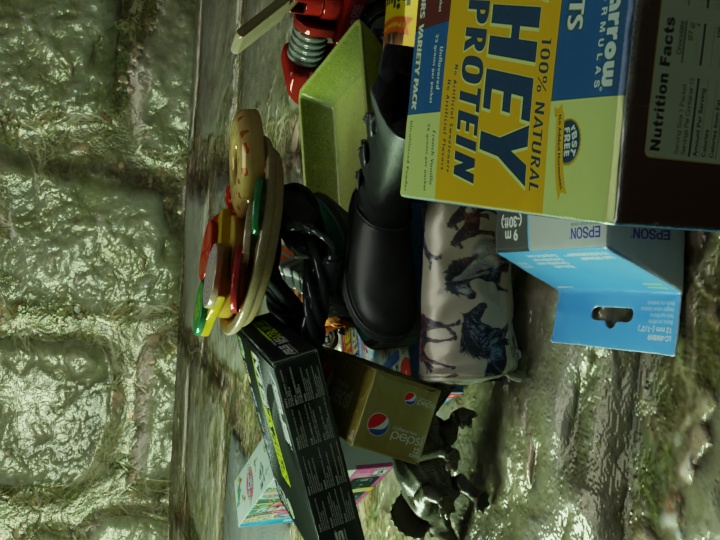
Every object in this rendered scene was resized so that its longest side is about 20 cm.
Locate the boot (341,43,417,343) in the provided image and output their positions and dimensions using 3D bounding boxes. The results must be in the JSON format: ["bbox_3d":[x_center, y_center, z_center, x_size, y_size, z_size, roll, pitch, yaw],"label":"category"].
[{"bbox_3d":[0.029,-0.056,0.708,0.200,0.065,0.166,110,155,-58],"label":"boot"}]

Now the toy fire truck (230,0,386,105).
[{"bbox_3d":[-0.065,-0.271,1.047,0.177,0.198,0.129,114,152,-45],"label":"toy fire truck"}]

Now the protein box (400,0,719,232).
[{"bbox_3d":[0.150,-0.089,0.411,0.198,0.198,0.136,-159,73,-69],"label":"protein box"}]

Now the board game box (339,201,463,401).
[{"bbox_3d":[0.034,0.058,0.938,0.196,0.055,0.202,131,137,-60],"label":"board game box"}]

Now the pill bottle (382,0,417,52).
[{"bbox_3d":[0.075,-0.211,0.780,0.109,0.108,0.202,-163,76,-70],"label":"pill bottle"}]

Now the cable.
[{"bbox_3d":[-0.062,0.001,0.856,0.200,0.050,0.164,-139,42,-60],"label":"cable"}]

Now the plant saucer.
[{"bbox_3d":[-0.010,-0.136,0.948,0.200,0.048,0.202,153,115,-65],"label":"plant saucer"}]

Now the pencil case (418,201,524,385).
[{"bbox_3d":[0.096,-0.004,0.742,0.078,0.089,0.202,21,-109,-81],"label":"pencil case"}]

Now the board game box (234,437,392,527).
[{"bbox_3d":[-0.060,0.246,1.049,0.200,0.146,0.065,122,143,-54],"label":"board game box"}]

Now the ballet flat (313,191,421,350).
[{"bbox_3d":[0.000,0.000,0.850,0.068,0.063,0.201,-61,42,32],"label":"ballet flat"}]

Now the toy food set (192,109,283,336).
[{"bbox_3d":[-0.117,-0.035,0.829,0.200,0.048,0.199,125,150,-51],"label":"toy food set"}]

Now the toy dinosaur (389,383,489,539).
[{"bbox_3d":[0.060,0.170,0.791,0.102,0.077,0.202,-3,98,50],"label":"toy dinosaur"}]

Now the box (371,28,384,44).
[{"bbox_3d":[0.020,-0.153,1.020,0.201,0.046,0.160,112,152,-44],"label":"box"}]

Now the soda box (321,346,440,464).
[{"bbox_3d":[0.002,0.119,0.810,0.200,0.064,0.068,-176,104,-73],"label":"soda box"}]

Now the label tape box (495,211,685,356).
[{"bbox_3d":[0.153,-0.047,0.602,0.143,0.066,0.202,179,95,-71],"label":"label tape box"}]

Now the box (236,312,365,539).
[{"bbox_3d":[-0.059,0.152,0.807,0.193,0.047,0.202,-153,49,-72],"label":"box"}]

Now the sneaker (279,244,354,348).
[{"bbox_3d":[-0.029,0.045,0.946,0.200,0.077,0.113,30,138,54],"label":"sneaker"}]
